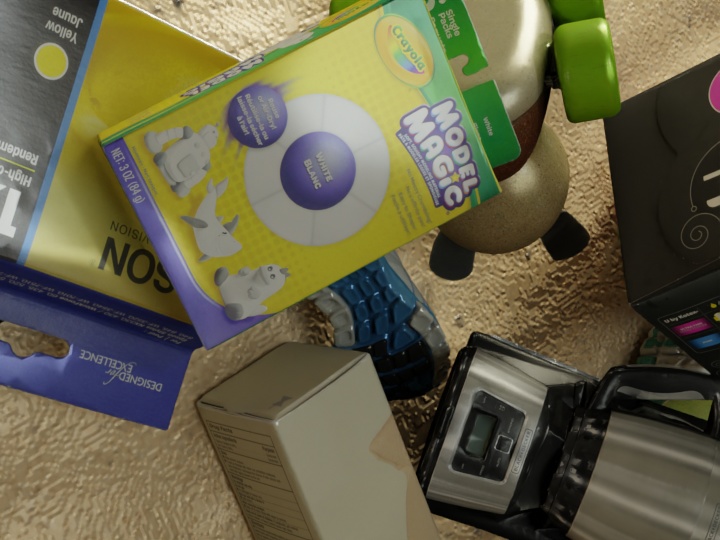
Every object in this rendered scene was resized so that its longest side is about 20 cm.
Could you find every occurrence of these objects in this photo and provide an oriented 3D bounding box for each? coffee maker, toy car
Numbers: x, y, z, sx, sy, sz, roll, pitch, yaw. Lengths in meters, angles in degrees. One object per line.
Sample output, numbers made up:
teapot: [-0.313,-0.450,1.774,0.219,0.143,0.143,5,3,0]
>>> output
coffee maker: [0.138,0.135,0.794,0.197,0.193,0.136,21,64,9]
toy car: [0.081,-0.076,0.770,0.159,0.162,0.201,-87,163,-45]

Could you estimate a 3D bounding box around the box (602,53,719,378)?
box: [0.255,-0.019,0.760,0.199,0.123,0.150,34,44,-39]

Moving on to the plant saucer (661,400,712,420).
plant saucer: [0.256,0.178,0.942,0.198,0.031,0.203,-15,119,-30]

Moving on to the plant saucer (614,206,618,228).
plant saucer: [0.275,-0.024,0.929,0.197,0.051,0.203,8,60,-15]

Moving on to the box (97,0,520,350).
box: [-0.017,-0.059,0.622,0.198,0.048,0.118,-29,109,-8]

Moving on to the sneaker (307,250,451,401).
sneaker: [0.000,0.000,0.764,0.087,0.074,0.201,-97,163,-48]

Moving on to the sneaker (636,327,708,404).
sneaker: [0.296,0.059,0.982,0.199,0.077,0.092,-39,118,-26]

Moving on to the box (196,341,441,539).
box: [-0.013,0.151,0.744,0.077,0.094,0.202,-31,111,-31]

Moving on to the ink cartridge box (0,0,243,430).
ink cartridge box: [-0.142,-0.037,0.629,0.196,0.047,0.203,22,77,-36]

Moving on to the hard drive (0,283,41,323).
hard drive: [-0.210,-0.072,0.624,0.139,0.033,0.202,-33,110,-31]
